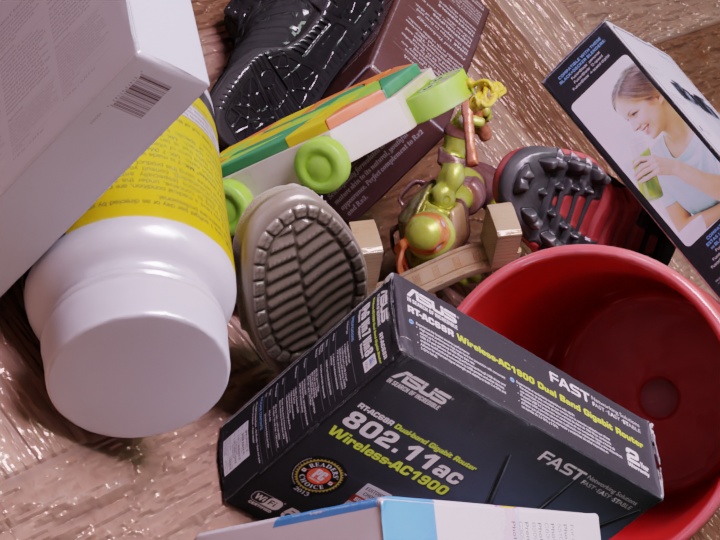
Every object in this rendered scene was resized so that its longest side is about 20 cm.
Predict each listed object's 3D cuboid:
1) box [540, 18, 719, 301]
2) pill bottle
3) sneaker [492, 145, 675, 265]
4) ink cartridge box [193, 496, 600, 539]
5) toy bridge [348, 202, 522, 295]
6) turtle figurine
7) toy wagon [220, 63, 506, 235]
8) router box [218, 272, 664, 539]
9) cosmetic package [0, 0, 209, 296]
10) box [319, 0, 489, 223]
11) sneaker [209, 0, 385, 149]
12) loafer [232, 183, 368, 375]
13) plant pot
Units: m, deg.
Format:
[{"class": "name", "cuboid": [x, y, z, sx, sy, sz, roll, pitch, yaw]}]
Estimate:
[{"class": "box", "cuboid": [0.213, -0.059, 1.552, 0.200, 0.060, 0.117, 53, 17, 22]}, {"class": "pill bottle", "cuboid": [-0.125, -0.017, 1.309, 0.114, 0.114, 0.200, 27, 35, -32]}, {"class": "sneaker", "cuboid": [0.126, -0.041, 1.566, 0.098, 0.071, 0.200, 25, 3, 33]}, {"class": "ink cartridge box", "cuboid": [0.034, 0.188, 1.222, 0.200, 0.128, 0.126, 11, 70, -47]}, {"class": "toy bridge", "cuboid": [0.000, 0.000, 1.448, 0.199, 0.067, 0.027, -6, 51, -14]}, {"class": "turtle figurine", "cuboid": [0.051, -0.017, 1.555, 0.064, 0.201, 0.161, 7, 5, 12]}, {"class": "toy wagon", "cuboid": [-0.007, -0.083, 1.459, 0.040, 0.199, 0.155, 62, 28, -9]}, {"class": "router box", "cuboid": [0.045, 0.105, 1.349, 0.200, 0.150, 0.062, 29, 34, -28]}, {"class": "cosmetic package", "cuboid": [-0.166, -0.093, 1.258, 0.052, 0.200, 0.151, 22, 38, -38]}, {"class": "box", "cuboid": [0.018, -0.127, 1.645, 0.075, 0.100, 0.200, 41, 30, -10]}, {"class": "sneaker", "cuboid": [-0.056, -0.149, 1.609, 0.200, 0.104, 0.060, -48, 123, -27]}, {"class": "loafer", "cuboid": [-0.035, 0.022, 1.371, 0.068, 0.076, 0.200, 48, -18, 40]}, {"class": "plant pot", "cuboid": [0.161, 0.081, 1.507, 0.201, 0.200, 0.177, 55, 18, 13]}]
